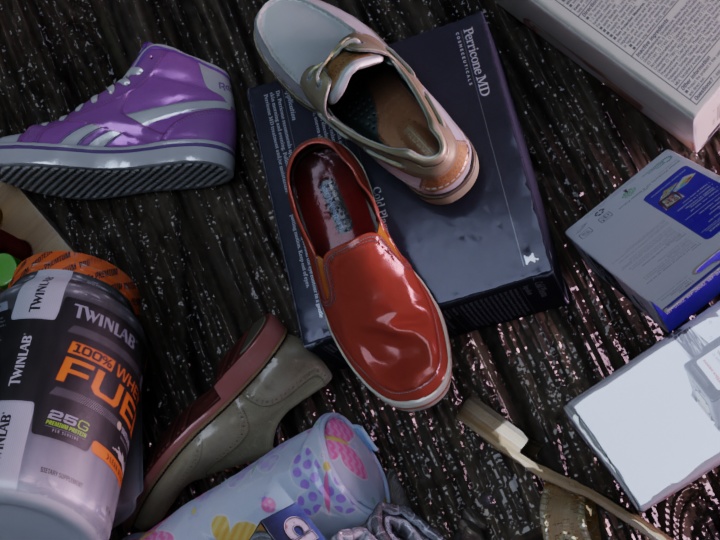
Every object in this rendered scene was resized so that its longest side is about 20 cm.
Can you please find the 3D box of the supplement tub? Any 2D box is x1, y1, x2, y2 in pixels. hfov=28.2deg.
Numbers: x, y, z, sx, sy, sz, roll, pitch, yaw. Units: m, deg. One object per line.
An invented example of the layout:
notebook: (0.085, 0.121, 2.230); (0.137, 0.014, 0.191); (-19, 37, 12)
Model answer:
supplement tub: (-0.215, 0.093, 0.985); (0.121, 0.123, 0.201); (-4, 52, 13)

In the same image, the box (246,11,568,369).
box: (0.035, -0.053, 1.032); (0.181, 0.104, 0.202); (-16, 74, 12)

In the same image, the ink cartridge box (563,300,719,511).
ink cartridge box: (0.238, 0.072, 0.929); (0.199, 0.145, 0.084); (-35, 76, 4)

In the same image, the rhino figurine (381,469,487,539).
rhino figurine: (0.057, 0.209, 0.987); (0.200, 0.060, 0.088); (38, 99, 22)

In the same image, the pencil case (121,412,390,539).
pencil case: (-0.075, 0.179, 0.996); (0.199, 0.091, 0.083); (-33, 90, 19)

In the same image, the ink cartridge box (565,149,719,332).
ink cartridge box: (0.210, -0.019, 0.942); (0.099, 0.200, 0.039); (-38, 107, 3)

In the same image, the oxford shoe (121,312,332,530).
oxford shoe: (-0.100, 0.126, 1.035); (0.075, 0.071, 0.200); (37, 111, -10)

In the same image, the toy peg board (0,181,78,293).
toy peg board: (-0.338, 0.010, 1.115); (0.200, 0.098, 0.199); (-44, 71, 0)

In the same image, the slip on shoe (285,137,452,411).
slip on shoe: (0.000, 0.000, 0.943); (0.074, 0.061, 0.201); (-25, 74, 6)

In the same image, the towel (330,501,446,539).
towel: (0.037, 0.273, 0.927); (0.200, 0.085, 0.166); (49, 133, 19)

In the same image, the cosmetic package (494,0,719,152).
cosmetic package: (0.195, -0.190, 1.034); (0.200, 0.087, 0.103); (42, 91, 18)

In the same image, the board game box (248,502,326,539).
board game box: (-0.050, 0.261, 0.921); (0.136, 0.034, 0.201); (49, 133, 19)

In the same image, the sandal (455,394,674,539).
sandal: (0.138, 0.172, 0.972); (0.211, 0.078, 0.070); (35, 90, 27)

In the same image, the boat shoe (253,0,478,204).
boat shoe: (-0.001, -0.128, 0.968); (0.200, 0.068, 0.075); (40, 89, 20)

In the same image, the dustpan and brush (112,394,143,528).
dustpan and brush: (-0.240, 0.155, 1.074); (0.198, 0.057, 0.140); (-19, 47, 12)

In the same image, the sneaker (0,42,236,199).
sneaker: (-0.195, -0.121, 1.129); (0.198, 0.073, 0.115); (-3, 73, 2)
